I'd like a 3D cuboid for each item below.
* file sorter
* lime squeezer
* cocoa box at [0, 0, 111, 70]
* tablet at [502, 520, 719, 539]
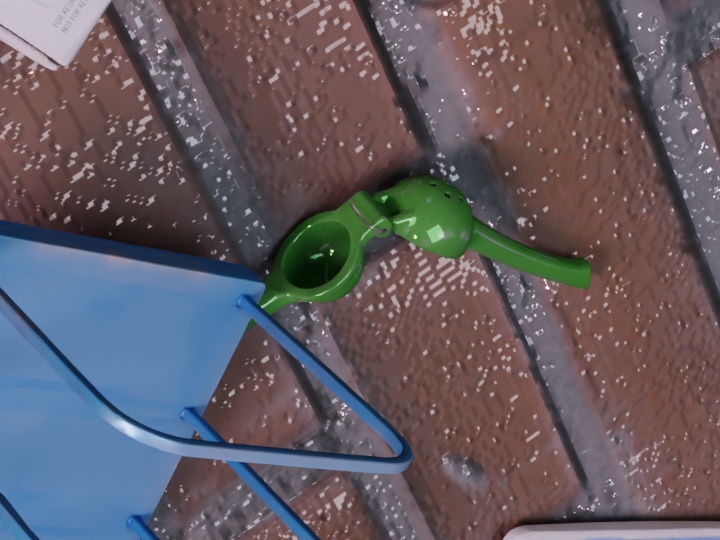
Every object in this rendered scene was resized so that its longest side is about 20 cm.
[{"bbox_3d":[-0.096,0.105,0.699,0.138,0.123,0.201,11,113,-46],"label":"file sorter"},{"bbox_3d":[0.000,0.000,0.800,0.199,0.038,0.071,-17,149,-22],"label":"lime squeezer"},{"bbox_3d":[-0.123,-0.160,0.558,0.131,0.200,0.134,33,92,-34],"label":"cocoa box"},{"bbox_3d":[0.095,0.201,0.939,0.130,0.014,0.201,3,108,-29],"label":"tablet"}]
